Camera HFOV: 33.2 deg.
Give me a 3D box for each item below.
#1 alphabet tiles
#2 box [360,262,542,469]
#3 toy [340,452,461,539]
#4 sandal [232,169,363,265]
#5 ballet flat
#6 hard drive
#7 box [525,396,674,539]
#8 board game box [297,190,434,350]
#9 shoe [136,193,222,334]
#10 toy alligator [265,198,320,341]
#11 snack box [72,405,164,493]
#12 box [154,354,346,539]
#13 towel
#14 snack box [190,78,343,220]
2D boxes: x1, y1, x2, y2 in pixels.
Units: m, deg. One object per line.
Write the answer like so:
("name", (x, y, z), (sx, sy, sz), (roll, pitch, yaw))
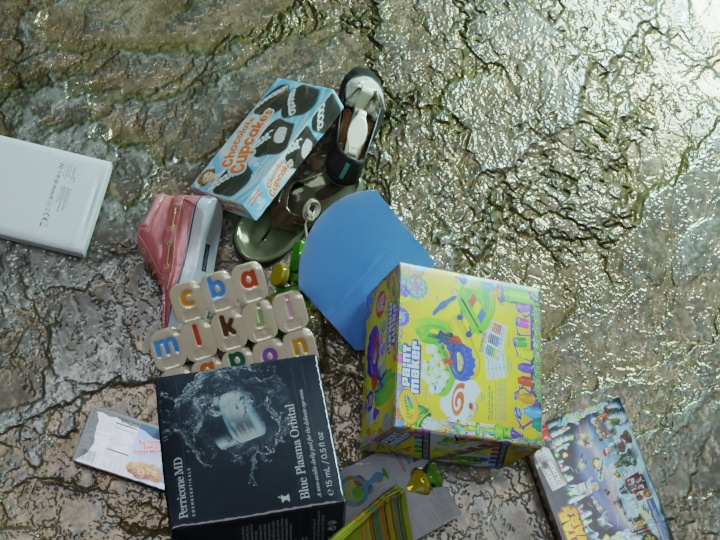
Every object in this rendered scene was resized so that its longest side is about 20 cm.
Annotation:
("alphabet tiles", (-0.155, 0.097, 1.492), (0.197, 0.015, 0.199), (-17, 101, -4))
("box", (0.110, 0.118, 1.465), (0.189, 0.122, 0.203), (11, 66, -17))
("toy", (0.010, 0.294, 1.463), (0.198, 0.047, 0.116), (-25, 70, -17))
("sandal", (-0.085, -0.084, 1.584), (0.200, 0.057, 0.080), (-36, 76, -15))
("ballet flat", (0.001, -0.204, 1.609), (0.067, 0.069, 0.203), (16, 59, -11))
("hard drive", (-0.439, -0.102, 1.583), (0.197, 0.027, 0.134), (13, 70, 0))
("box", (0.292, 0.273, 1.493), (0.135, 0.040, 0.203), (-17, 73, -9))
("board game box", (0.000, 0.000, 1.541), (0.158, 0.039, 0.200), (-49, 117, -13))
("shoe", (-0.240, 0.000, 1.543), (0.090, 0.071, 0.204), (7, 79, 20))
("toy alligator", (-0.075, 0.007, 1.530), (0.059, 0.054, 0.203), (18, 86, -33))
("snack box", (-0.247, 0.230, 1.479), (0.197, 0.024, 0.073), (18, 69, 2))
("box", (-0.128, 0.221, 1.395), (0.196, 0.118, 0.199), (-8, 53, -8))
("towel", (-0.013, 0.330, 1.358), (0.018, 0.087, 0.199), (14, 37, 44))
("snack box", (-0.123, -0.163, 1.589), (0.115, 0.037, 0.201), (18, 65, 43))
